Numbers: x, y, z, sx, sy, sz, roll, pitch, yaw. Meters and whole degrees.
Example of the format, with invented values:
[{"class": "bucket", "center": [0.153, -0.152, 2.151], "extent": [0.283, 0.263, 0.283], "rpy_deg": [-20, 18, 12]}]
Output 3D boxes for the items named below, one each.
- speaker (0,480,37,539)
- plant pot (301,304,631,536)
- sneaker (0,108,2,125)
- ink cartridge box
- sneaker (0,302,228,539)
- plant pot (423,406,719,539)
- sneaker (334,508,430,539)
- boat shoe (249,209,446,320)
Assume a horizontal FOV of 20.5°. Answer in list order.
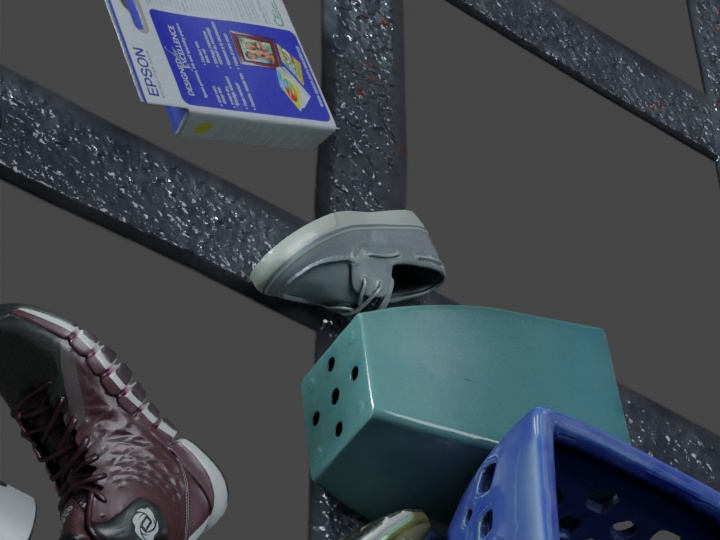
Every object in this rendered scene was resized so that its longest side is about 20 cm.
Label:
[{"class": "speaker", "center": [-0.284, 0.117, 1.098], "extent": [0.200, 0.081, 0.081], "rpy_deg": [31, 38, -20]}, {"class": "plant pot", "center": [0.066, 0.112, 1.417], "extent": [0.199, 0.141, 0.142], "rpy_deg": [16, 45, -25]}, {"class": "sneaker", "center": [-0.284, -0.156, 1.345], "extent": [0.200, 0.075, 0.115], "rpy_deg": [46, 21, 19]}, {"class": "ink cartridge box", "center": [-0.133, -0.190, 1.579], "extent": [0.199, 0.047, 0.198], "rpy_deg": [3, 55, -42]}, {"class": "sneaker", "center": [-0.175, 0.114, 1.218], "extent": [0.200, 0.076, 0.116], "rpy_deg": [41, 39, -9]}, {"class": "plant pot", "center": [0.142, 0.242, 1.320], "extent": [0.199, 0.180, 0.201], "rpy_deg": [26, 42, -24]}, {"class": "sneaker", "center": [-0.008, 0.227, 1.295], "extent": [0.200, 0.077, 0.089], "rpy_deg": [-35, 96, -49]}, {"class": "boat shoe", "center": [0.000, 0.001, 1.504], "extent": [0.200, 0.070, 0.072], "rpy_deg": [-11, 58, -53]}]
